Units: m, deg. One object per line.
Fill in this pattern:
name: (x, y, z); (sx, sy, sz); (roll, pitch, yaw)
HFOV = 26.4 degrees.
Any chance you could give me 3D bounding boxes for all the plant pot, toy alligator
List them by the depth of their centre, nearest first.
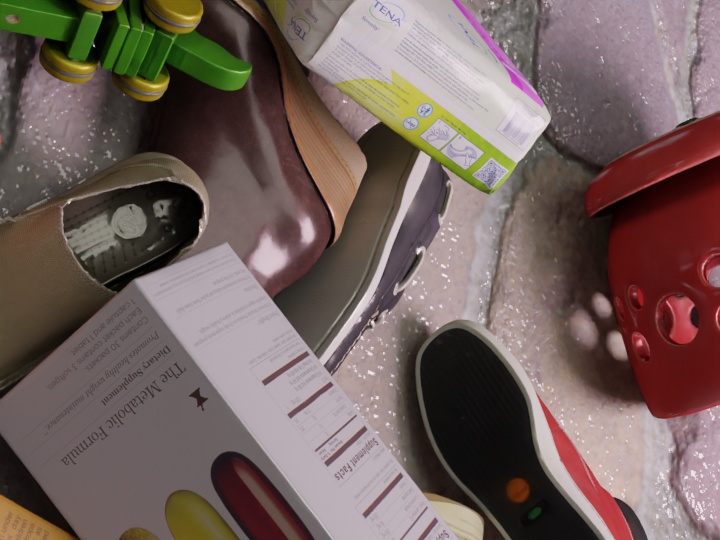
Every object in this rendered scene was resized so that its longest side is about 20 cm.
toy alligator: (-0.151, -0.137, 0.792); (0.199, 0.059, 0.054); (13, 40, -24)
plant pot: (0.264, -0.013, 1.071); (0.200, 0.200, 0.183); (-16, 81, -42)

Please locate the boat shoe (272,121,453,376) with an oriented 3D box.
boat shoe: (0.000, 0.000, 0.919); (0.060, 0.074, 0.200); (52, 50, -40)

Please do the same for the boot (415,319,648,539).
boot: (0.115, 0.124, 0.993); (0.200, 0.072, 0.144); (59, 16, 16)

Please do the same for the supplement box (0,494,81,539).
supplement box: (-0.129, 0.182, 0.762); (0.200, 0.066, 0.069); (36, 58, -30)

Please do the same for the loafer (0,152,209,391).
loafer: (-0.156, 0.001, 0.760); (0.200, 0.068, 0.076); (-38, 102, -22)

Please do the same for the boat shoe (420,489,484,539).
boat shoe: (-0.006, 0.150, 0.875); (0.200, 0.073, 0.063); (29, 57, -41)

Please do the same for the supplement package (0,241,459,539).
supplement package: (-0.062, 0.104, 0.752); (0.200, 0.114, 0.110); (51, 21, 3)

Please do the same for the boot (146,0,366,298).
boot: (-0.097, -0.066, 0.851); (0.200, 0.072, 0.166); (46, 58, -15)

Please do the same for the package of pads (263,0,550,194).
package of pads: (0.013, -0.147, 0.899); (0.154, 0.068, 0.200); (32, 17, -31)
